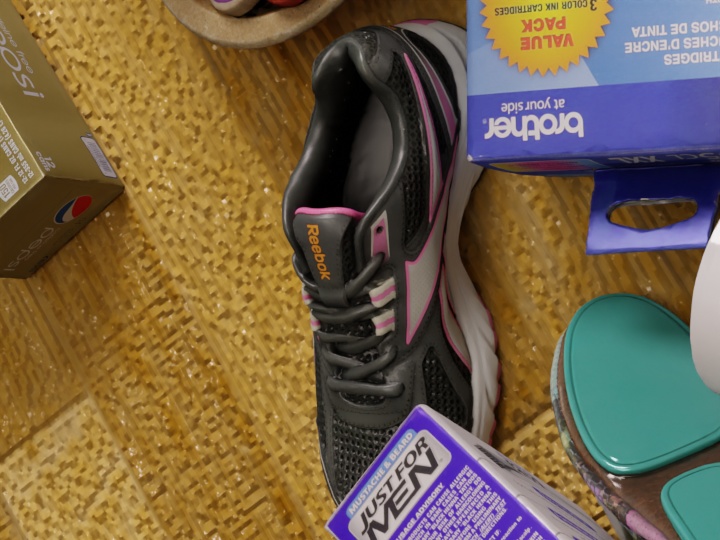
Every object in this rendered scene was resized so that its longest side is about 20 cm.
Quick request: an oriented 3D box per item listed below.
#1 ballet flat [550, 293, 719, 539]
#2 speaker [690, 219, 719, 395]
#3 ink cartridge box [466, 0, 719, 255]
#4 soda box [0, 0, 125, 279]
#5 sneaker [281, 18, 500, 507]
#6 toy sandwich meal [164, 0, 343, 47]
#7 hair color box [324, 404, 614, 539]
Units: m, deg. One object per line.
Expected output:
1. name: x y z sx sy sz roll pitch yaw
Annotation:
1. ballet flat: 0.120 0.087 0.989 0.069 0.071 0.200 -19 35 -9
2. speaker: 0.210 0.027 0.912 0.199 0.081 0.082 15 95 36
3. ink cartridge box: 0.112 -0.107 1.021 0.136 0.076 0.201 -3 88 29
4. soda box: -0.187 -0.096 1.190 0.068 0.064 0.200 -40 69 21
5. sneaker: 0.000 0.000 1.069 0.080 0.086 0.201 -4 86 30
6. toy sandwich meal: -0.050 -0.188 1.081 0.205 0.070 0.206 -11 75 47
7. hair color box: 0.085 0.137 0.962 0.065 0.109 0.200 -51 43 5
